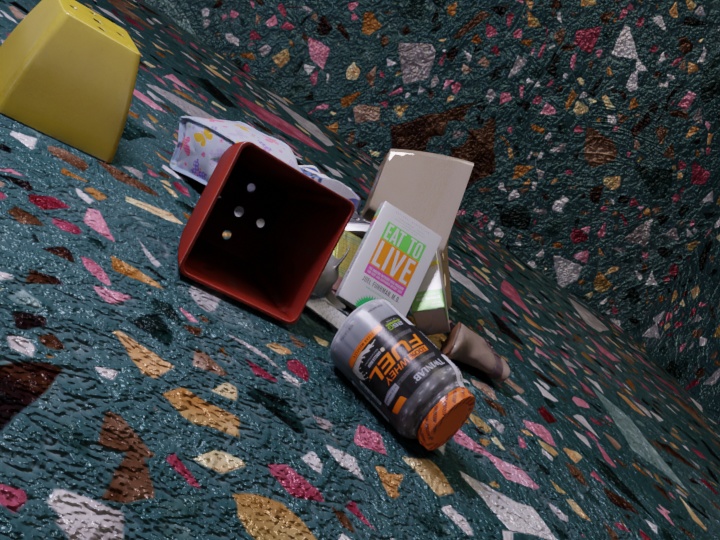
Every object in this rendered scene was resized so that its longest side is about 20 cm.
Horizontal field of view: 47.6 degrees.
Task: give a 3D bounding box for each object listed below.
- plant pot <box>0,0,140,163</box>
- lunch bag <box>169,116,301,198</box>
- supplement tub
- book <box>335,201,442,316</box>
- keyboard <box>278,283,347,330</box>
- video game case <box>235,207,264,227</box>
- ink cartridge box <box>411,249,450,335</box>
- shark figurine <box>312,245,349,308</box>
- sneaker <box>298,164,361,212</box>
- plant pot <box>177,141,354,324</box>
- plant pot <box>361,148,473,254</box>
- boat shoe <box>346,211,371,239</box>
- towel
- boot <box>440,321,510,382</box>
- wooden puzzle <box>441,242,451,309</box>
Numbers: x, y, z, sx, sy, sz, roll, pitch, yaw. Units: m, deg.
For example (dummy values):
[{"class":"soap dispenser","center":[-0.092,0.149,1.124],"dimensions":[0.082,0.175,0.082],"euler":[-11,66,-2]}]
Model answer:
[{"class":"plant pot","center":[-0.467,-0.328,1.325],"dimensions":[0.198,0.178,0.200],"euler":[25,16,-38]},{"class":"lunch bag","center":[-0.229,-0.202,1.531],"dimensions":[0.197,0.130,0.169],"euler":[25,18,27]},{"class":"supplement tub","center":[0.059,0.146,1.143],"dimensions":[0.200,0.124,0.122],"euler":[42,15,28]},{"class":"book","center":[0.050,-0.006,1.494],"dimensions":[0.132,0.203,0.048],"euler":[31,-19,-16]},{"class":"keyboard","center":[-0.052,0.069,1.329],"dimensions":[0.199,0.011,0.056],"euler":[37,16,-13]},{"class":"video game case","center":[-0.170,-0.069,1.528],"dimensions":[0.198,0.018,0.143],"euler":[34,13,-10]},{"class":"ink cartridge box","center":[0.129,0.011,1.600],"dimensions":[0.118,0.066,0.204],"euler":[67,15,-60]},{"class":"shark figurine","center":[-0.056,-0.027,1.381],"dimensions":[0.127,0.090,0.216],"euler":[33,24,-26]},{"class":"sneaker","center":[-0.085,-0.174,1.696],"dimensions":[0.196,0.082,0.115],"euler":[25,18,2]},{"class":"plant pot","center":[-0.160,-0.069,1.221],"dimensions":[0.198,0.203,0.176],"euler":[27,2,-28]},{"class":"plant pot","center":[0.108,-0.149,1.746],"dimensions":[0.174,0.204,0.200],"euler":[21,-9,-5]},{"class":"boat shoe","center":[-0.025,-0.087,1.584],"dimensions":[0.195,0.070,0.068],"euler":[6,59,-2]},{"class":"towel","center":[0.014,0.014,1.539],"dimensions":[0.198,0.023,0.146],"euler":[25,54,-33]},{"class":"boot","center":[0.231,0.168,1.611],"dimensions":[0.145,0.071,0.200],"euler":[38,14,-1]},{"class":"wooden puzzle","center":[0.142,-0.025,1.911],"dimensions":[0.184,0.046,0.204],"euler":[32,49,-38]}]
